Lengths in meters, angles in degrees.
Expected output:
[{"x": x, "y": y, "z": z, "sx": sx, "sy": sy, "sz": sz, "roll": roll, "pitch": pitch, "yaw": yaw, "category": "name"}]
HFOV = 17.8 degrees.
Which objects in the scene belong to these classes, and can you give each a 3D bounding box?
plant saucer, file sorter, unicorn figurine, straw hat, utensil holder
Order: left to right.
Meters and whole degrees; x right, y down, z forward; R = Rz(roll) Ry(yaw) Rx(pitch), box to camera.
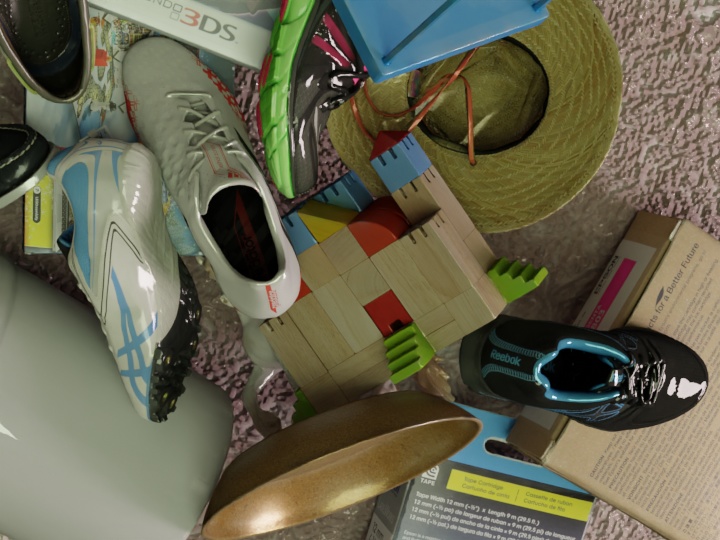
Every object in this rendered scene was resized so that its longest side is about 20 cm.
[{"x": -0.209, "y": 0.101, "z": 1.545, "sx": 0.200, "sy": 0.170, "sz": 0.170, "roll": 30, "pitch": 104, "yaw": -23, "category": "utensil holder"}, {"x": -0.038, "y": 0.051, "z": 1.598, "sx": 0.200, "sy": 0.138, "sz": 0.074, "roll": 6, "pitch": 152, "yaw": -36, "category": "unicorn figurine"}, {"x": -0.018, "y": 0.124, "z": 1.520, "sx": 0.200, "sy": 0.200, "sz": 0.035, "roll": -22, "pitch": 75, "yaw": -1, "category": "plant saucer"}, {"x": 0.043, "y": -0.242, "z": 1.384, "sx": 0.139, "sy": 0.123, "sz": 0.200, "roll": -23, "pitch": 83, "yaw": -32, "category": "file sorter"}, {"x": 0.082, "y": -0.119, "z": 1.543, "sx": 0.201, "sy": 0.085, "sz": 0.201, "roll": 0, "pitch": 89, "yaw": 14, "category": "straw hat"}]

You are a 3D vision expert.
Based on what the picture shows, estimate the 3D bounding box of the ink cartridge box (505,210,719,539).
[{"x": 0.225, "y": 0.082, "z": 1.640, "sx": 0.165, "sy": 0.075, "sz": 0.200, "roll": 32, "pitch": 87, "yaw": -20, "category": "ink cartridge box"}]

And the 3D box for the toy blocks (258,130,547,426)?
[{"x": 0.000, "y": 0.000, "z": 1.496, "sx": 0.200, "sy": 0.100, "sz": 0.137, "roll": -32, "pitch": 96, "yaw": 29, "category": "toy blocks"}]

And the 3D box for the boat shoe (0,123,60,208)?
[{"x": -0.281, "y": -0.067, "z": 1.468, "sx": 0.200, "sy": 0.076, "sz": 0.060, "roll": -12, "pitch": 123, "yaw": 31, "category": "boat shoe"}]

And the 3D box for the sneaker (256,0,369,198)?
[{"x": -0.015, "y": -0.140, "z": 1.448, "sx": 0.084, "sy": 0.077, "sz": 0.200, "roll": 13, "pitch": 97, "yaw": -9, "category": "sneaker"}]

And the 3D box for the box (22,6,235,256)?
[{"x": -0.152, "y": -0.110, "z": 1.504, "sx": 0.136, "sy": 0.038, "sz": 0.200, "roll": 1, "pitch": 95, "yaw": -11, "category": "box"}]

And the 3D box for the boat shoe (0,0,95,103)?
[{"x": -0.202, "y": -0.185, "z": 1.378, "sx": 0.072, "sy": 0.060, "sz": 0.202, "roll": -25, "pitch": 140, "yaw": -11, "category": "boat shoe"}]

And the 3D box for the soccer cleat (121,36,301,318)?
[{"x": -0.092, "y": -0.064, "z": 1.439, "sx": 0.069, "sy": 0.085, "sz": 0.200, "roll": -24, "pitch": 80, "yaw": -7, "category": "soccer cleat"}]

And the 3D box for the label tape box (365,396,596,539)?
[{"x": 0.083, "y": 0.198, "z": 1.692, "sx": 0.143, "sy": 0.066, "sz": 0.200, "roll": 15, "pitch": 96, "yaw": -16, "category": "label tape box"}]

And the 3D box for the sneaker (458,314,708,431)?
[{"x": 0.162, "y": 0.074, "z": 1.522, "sx": 0.200, "sy": 0.082, "sz": 0.073, "roll": 6, "pitch": 94, "yaw": -34, "category": "sneaker"}]

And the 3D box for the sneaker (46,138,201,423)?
[{"x": -0.149, "y": 0.006, "z": 1.452, "sx": 0.072, "sy": 0.072, "sz": 0.200, "roll": 5, "pitch": 122, "yaw": 23, "category": "sneaker"}]

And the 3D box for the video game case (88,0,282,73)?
[{"x": -0.089, "y": -0.243, "z": 1.467, "sx": 0.182, "sy": 0.023, "sz": 0.200, "roll": 20, "pitch": 93, "yaw": -14, "category": "video game case"}]
